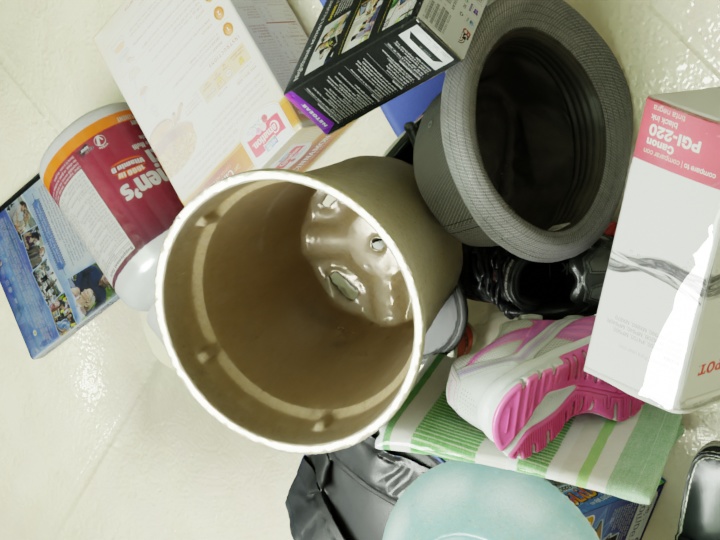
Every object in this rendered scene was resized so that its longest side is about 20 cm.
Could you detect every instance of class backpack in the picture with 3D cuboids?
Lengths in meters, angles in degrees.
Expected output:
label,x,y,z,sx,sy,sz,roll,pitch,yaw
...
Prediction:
label,x,y,z,sx,sy,sz,roll,pitch,yaw
backpack,0.045,0.184,1.703,0.190,0.154,0.200,41,117,18

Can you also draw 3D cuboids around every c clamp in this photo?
label,x,y,z,sx,sy,sz,roll,pitch,yaw
c clamp,0.000,0.000,1.683,0.199,0.027,0.172,-24,96,29

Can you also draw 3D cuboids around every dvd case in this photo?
label,x,y,z,sx,sy,sz,roll,pitch,yaw
dvd case,-0.268,-0.024,2.027,0.200,0.017,0.143,-35,74,40

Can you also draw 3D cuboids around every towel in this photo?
label,x,y,z,sx,sy,sz,roll,pitch,yaw
towel,0.123,0.114,1.582,0.199,0.153,0.024,12,112,15

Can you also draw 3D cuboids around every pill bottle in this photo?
label,x,y,z,sx,sy,sz,roll,pitch,yaw
pill bottle,-0.180,-0.036,1.886,0.200,0.109,0.110,54,127,18

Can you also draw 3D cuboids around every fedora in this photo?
label,x,y,z,sx,sy,sz,roll,pitch,yaw
fedora,0.104,-0.092,1.579,0.090,0.177,0.201,-19,43,45

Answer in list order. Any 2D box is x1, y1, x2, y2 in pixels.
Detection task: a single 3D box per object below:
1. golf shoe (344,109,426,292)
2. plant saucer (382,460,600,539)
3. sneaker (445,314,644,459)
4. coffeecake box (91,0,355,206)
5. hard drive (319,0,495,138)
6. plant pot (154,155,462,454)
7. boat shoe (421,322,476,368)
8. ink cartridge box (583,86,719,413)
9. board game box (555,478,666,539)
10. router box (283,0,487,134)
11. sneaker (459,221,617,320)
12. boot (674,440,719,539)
label,x,y,z,sx,sy,sz,roll,pitch,yaw
golf shoe,0.029,-0.058,1.716,0.073,0.092,0.200,49,126,23
plant saucer,0.087,0.234,1.566,0.200,0.039,0.202,8,104,33
sneaker,0.139,0.064,1.569,0.088,0.199,0.082,28,120,40
coffeecake box,-0.116,-0.158,1.835,0.153,0.073,0.201,-42,70,37
hard drive,0.028,-0.222,1.731,0.132,0.025,0.201,-41,70,37
plant pot,-0.018,0.003,1.572,0.199,0.183,0.202,7,110,20
boat shoe,-0.008,0.056,1.746,0.199,0.063,0.072,-1,101,22
ink cartridge box,0.240,-0.018,1.501,0.085,0.145,0.201,22,110,35
board game box,0.145,0.243,1.637,0.034,0.135,0.201,34,117,31
router box,0.037,-0.206,1.585,0.051,0.201,0.149,41,141,-23
sneaker,0.118,-0.002,1.644,0.200,0.098,0.071,5,102,42
boot,0.231,0.233,1.544,0.073,0.153,0.205,7,103,34
